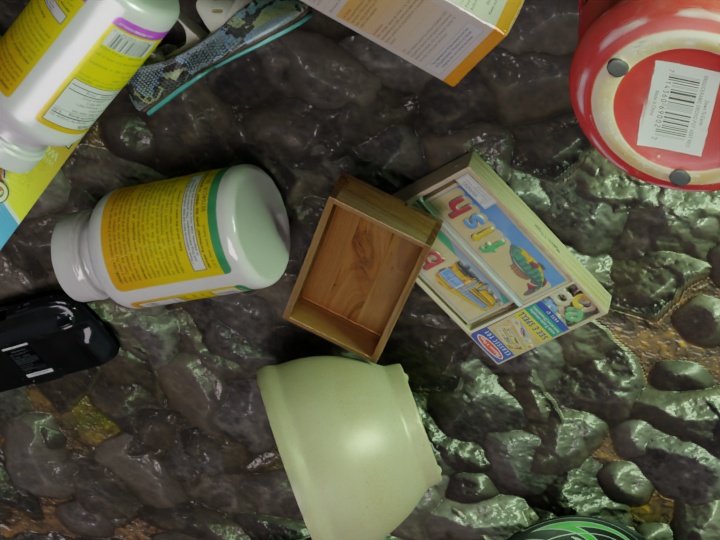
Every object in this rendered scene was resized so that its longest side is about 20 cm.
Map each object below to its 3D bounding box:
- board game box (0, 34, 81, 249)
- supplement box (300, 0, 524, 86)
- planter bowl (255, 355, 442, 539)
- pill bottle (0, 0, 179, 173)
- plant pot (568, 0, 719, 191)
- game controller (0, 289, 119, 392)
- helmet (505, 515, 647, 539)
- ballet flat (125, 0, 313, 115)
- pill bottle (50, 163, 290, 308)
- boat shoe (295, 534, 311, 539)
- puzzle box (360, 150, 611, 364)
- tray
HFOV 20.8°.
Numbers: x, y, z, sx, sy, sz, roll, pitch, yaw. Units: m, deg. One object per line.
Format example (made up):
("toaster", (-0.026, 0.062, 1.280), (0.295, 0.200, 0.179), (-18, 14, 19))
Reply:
("board game box", (-0.344, -0.104, 1.699), (0.040, 0.200, 0.153), (-13, 128, 47))
("supplement box", (0.021, -0.237, 1.518), (0.200, 0.074, 0.126), (29, 160, -9))
("planter bowl", (-0.003, 0.164, 1.860), (0.135, 0.200, 0.200), (-20, 127, -1))
("pill bottle", (-0.247, -0.175, 1.636), (0.104, 0.104, 0.200), (37, 114, -16))
("plant pot", (0.257, -0.171, 1.458), (0.200, 0.183, 0.201), (8, 133, 8))
("game controller", (-0.341, 0.075, 1.982), (0.200, 0.042, 0.104), (-15, 139, 29))
("helmet", (0.213, 0.333, 1.924), (0.200, 0.191, 0.200), (-15, 133, -16))
("ballet flat", (-0.130, -0.196, 1.643), (0.200, 0.074, 0.074), (-27, 119, 31))
("pill bottle", (-0.174, -0.026, 1.777), (0.200, 0.113, 0.113), (-10, 127, 26))
("boat shoe", (-0.060, 0.320, 2.090), (0.200, 0.062, 0.075), (-11, 125, 25))
("puzzle box", (0.112, -0.008, 1.759), (0.133, 0.025, 0.200), (-28, 118, 36))
("tray", (0.000, 0.000, 1.769), (0.099, 0.037, 0.200), (26, 143, 2))
